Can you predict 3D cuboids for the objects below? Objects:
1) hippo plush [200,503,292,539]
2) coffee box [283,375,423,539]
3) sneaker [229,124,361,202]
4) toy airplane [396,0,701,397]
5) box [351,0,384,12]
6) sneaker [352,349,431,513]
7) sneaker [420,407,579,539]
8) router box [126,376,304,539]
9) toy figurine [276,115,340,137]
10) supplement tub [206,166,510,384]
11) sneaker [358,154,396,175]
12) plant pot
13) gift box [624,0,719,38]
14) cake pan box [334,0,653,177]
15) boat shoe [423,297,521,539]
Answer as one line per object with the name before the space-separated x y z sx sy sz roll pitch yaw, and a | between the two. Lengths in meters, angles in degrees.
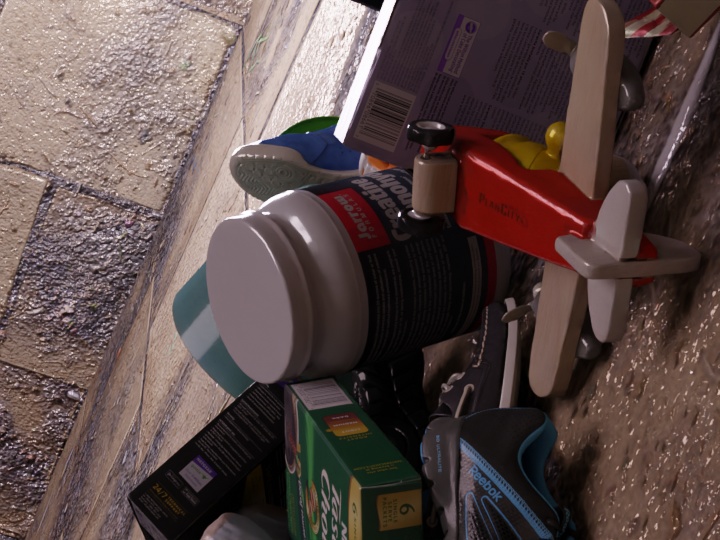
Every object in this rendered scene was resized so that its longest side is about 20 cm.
hippo plush | -0.050 0.284 1.051 0.200 0.159 0.161 32 102 34
coffee box | -0.008 0.158 0.948 0.200 0.044 0.124 -138 44 -67
sneaker | -0.023 -0.120 1.407 0.077 0.199 0.112 81 -163 -46
toy airplane | 0.134 -0.041 0.888 0.200 0.141 0.200 -37 72 49
box | 0.032 -0.306 1.411 0.182 0.199 0.105 -122 53 -72
sneaker | 0.028 0.138 1.119 0.082 0.073 0.201 88 -177 -46
sneaker | 0.087 0.174 0.839 0.082 0.073 0.201 -15 65 18
router box | -0.101 0.172 1.142 0.157 0.052 0.200 -41 -17 -19
toy figurine | -0.034 -0.030 1.508 0.184 0.149 0.201 110 148 -63
supplement tub | 0.000 0.000 1.074 0.140 0.199 0.141 29 126 49
sneaker | 0.071 -0.070 1.225 0.200 0.077 0.079 52 127 52
plant pot | -0.044 0.021 1.292 0.161 0.200 0.201 -53 20 20
gift box | 0.175 -0.259 0.860 0.200 0.186 0.185 -45 26 24
cake pan box | 0.098 -0.143 0.996 0.052 0.183 0.201 -122 52 -74
boat shoe | 0.076 0.105 0.965 0.074 0.060 0.201 78 -163 -57
